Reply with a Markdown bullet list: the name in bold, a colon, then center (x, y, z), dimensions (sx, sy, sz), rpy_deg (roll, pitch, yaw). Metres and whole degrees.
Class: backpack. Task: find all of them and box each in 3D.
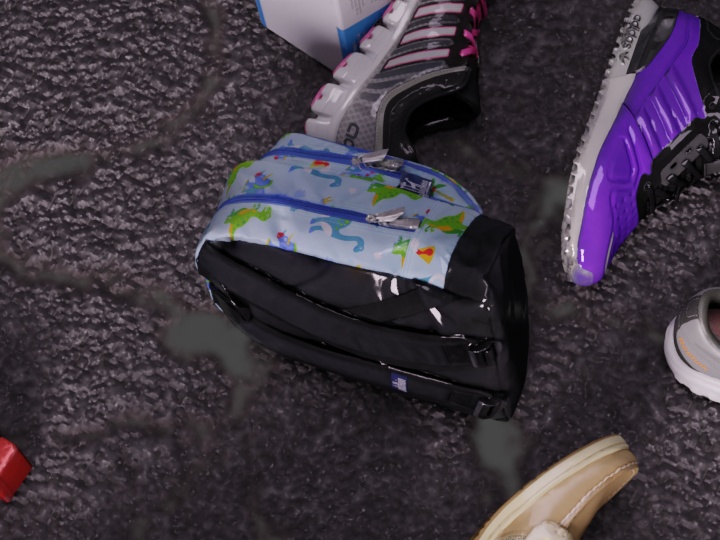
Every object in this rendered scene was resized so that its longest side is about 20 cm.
- **backpack**: center (0.000, 0.000, 1.401), dimensions (0.200, 0.163, 0.154), rpy_deg (3, 60, 12)

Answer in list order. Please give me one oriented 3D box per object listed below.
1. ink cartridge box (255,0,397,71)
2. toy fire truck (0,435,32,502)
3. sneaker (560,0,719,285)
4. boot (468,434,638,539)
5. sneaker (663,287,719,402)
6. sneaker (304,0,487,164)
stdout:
- **ink cartridge box**: center (0.018, -0.244, 1.489), dimensions (0.086, 0.146, 0.200), rpy_deg (33, 74, 17)
- **toy fire truck**: center (-0.278, 0.145, 1.410), dimensions (0.200, 0.049, 0.141), rpy_deg (29, 74, 14)
- **sneaker**: center (0.192, -0.077, 1.452), dimensions (0.099, 0.070, 0.200), rpy_deg (18, 71, 8)
- **boot**: center (0.124, 0.208, 1.341), dimensions (0.200, 0.073, 0.155), rpy_deg (-42, 69, -9)
- **sneaker**: center (0.284, 0.057, 1.389), dimensions (0.200, 0.079, 0.074), rpy_deg (12, 68, 7)
- **sneaker**: center (0.055, -0.140, 1.487), dimensions (0.087, 0.074, 0.200), rpy_deg (35, 80, 16)
